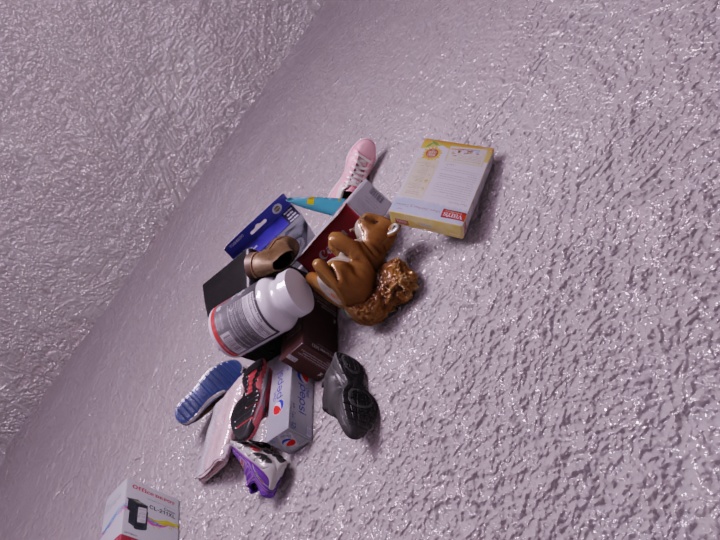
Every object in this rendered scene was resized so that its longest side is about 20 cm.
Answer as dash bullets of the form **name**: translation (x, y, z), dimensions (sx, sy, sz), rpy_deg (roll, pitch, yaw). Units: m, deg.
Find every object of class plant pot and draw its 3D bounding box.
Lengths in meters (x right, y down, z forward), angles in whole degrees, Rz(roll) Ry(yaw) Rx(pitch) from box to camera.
- **plant pot**: translation (-0.240, 0.099, 1.383), dimensions (0.199, 0.198, 0.180), rpy_deg (-32, 49, 35)

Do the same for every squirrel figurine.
- **squirrel figurine**: translation (0.020, -0.007, 1.134), dimensions (0.187, 0.200, 0.142), rpy_deg (-47, -8, -18)

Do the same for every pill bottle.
- **pill bottle**: translation (-0.196, 0.084, 1.179), dimensions (0.198, 0.116, 0.117), rpy_deg (-29, 36, 21)

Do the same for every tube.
- **tube**: translation (-0.072, -0.150, 1.381), dimensions (0.077, 0.197, 0.051), rpy_deg (-87, 6, -84)

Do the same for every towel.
- **towel**: translation (-0.310, 0.354, 1.325), dimensions (0.191, 0.032, 0.202), rpy_deg (-46, 27, 45)

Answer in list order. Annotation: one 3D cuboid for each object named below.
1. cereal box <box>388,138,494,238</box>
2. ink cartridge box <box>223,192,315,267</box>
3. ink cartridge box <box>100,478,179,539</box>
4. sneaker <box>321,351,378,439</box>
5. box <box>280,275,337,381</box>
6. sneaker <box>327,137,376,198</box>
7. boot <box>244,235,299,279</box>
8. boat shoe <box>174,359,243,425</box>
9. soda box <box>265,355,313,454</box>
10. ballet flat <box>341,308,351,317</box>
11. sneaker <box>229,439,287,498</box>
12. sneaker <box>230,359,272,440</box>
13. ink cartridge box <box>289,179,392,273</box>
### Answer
- **cereal box**: translation (0.154, -0.158, 1.105), dimensions (0.142, 0.040, 0.202), rpy_deg (15, 59, 22)
- **ink cartridge box**: translation (-0.207, -0.057, 1.442), dimensions (0.199, 0.201, 0.041), rpy_deg (-44, 54, -8)
- **ink cartridge box**: translation (-0.473, 0.569, 1.272), dimensions (0.083, 0.145, 0.201), rpy_deg (-46, 30, 11)
- **sneaker**: translation (-0.027, 0.234, 1.046), dimensions (0.091, 0.075, 0.201), rpy_deg (-56, 20, 18)
- **box**: translation (-0.105, 0.118, 1.238), dimensions (0.075, 0.100, 0.202), rpy_deg (-37, 34, 28)
- **sneaker**: translation (-0.009, -0.233, 1.485), dimensions (0.202, 0.075, 0.105), rpy_deg (-60, 24, 6)
- **boot**: translation (-0.160, -0.027, 1.230), dimensions (0.074, 0.075, 0.200), rpy_deg (-6, 14, 20)
- **boat shoe**: translation (-0.372, 0.300, 1.465), dimensions (0.199, 0.072, 0.073), rpy_deg (-40, -17, -19)
- **soda box**: translation (-0.138, 0.255, 1.181), dimensions (0.068, 0.063, 0.202), rpy_deg (-37, 34, 26)
- **ballet flat**: translation (0.000, 0.000, 1.240), dimensions (0.069, 0.069, 0.202), rpy_deg (-16, 47, 48)
- **sneaker**: translation (-0.210, 0.382, 1.152), dimensions (0.199, 0.080, 0.085), rpy_deg (4, 80, 64)
- **sneaker**: translation (-0.201, 0.273, 1.216), dimensions (0.073, 0.087, 0.201), rpy_deg (-32, 27, 22)
- **ink cartridge box**: translation (-0.044, -0.073, 1.277), dimensions (0.200, 0.084, 0.176), rpy_deg (-45, 6, 36)
